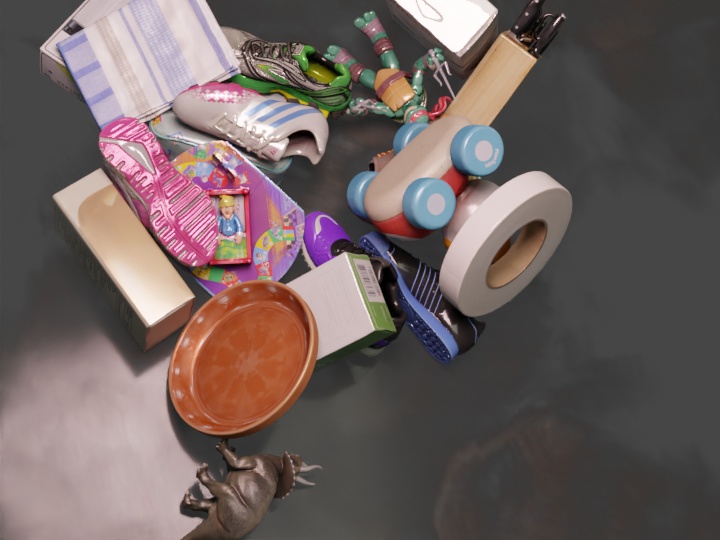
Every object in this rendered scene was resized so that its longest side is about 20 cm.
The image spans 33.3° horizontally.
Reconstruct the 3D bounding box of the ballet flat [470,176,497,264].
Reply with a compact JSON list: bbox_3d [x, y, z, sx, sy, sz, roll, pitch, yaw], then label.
[{"bbox_3d":[0.143,-0.070,1.625,0.070,0.071,0.201,-2,70,-16],"label":"ballet flat"}]

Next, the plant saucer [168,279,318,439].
[{"bbox_3d":[-0.137,0.106,1.432,0.199,0.032,0.201,-15,56,23],"label":"plant saucer"}]

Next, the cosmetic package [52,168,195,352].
[{"bbox_3d":[-0.287,-0.011,1.457,0.071,0.105,0.200,-34,81,-22],"label":"cosmetic package"}]

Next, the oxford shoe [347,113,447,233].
[{"bbox_3d":[0.054,-0.146,1.625,0.073,0.071,0.200,31,64,4],"label":"oxford shoe"}]

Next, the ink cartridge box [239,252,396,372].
[{"bbox_3d":[-0.065,0.067,1.481,0.059,0.199,0.104,8,58,-61],"label":"ink cartridge box"}]

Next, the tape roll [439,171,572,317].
[{"bbox_3d":[0.181,-0.030,1.487,0.202,0.203,0.037,-34,59,-25],"label":"tape roll"}]

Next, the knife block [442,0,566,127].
[{"bbox_3d":[0.203,-0.286,1.664,0.064,0.176,0.200,37,64,3],"label":"knife block"}]

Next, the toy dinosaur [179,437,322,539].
[{"bbox_3d":[-0.142,0.261,1.397,0.102,0.077,0.200,35,58,16],"label":"toy dinosaur"}]

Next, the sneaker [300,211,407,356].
[{"bbox_3d":[0.001,0.000,1.524,0.069,0.099,0.201,-21,76,-41],"label":"sneaker"}]

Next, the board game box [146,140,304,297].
[{"bbox_3d":[-0.170,-0.060,1.500,0.200,0.039,0.158,43,89,-4],"label":"board game box"}]

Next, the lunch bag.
[{"bbox_3d":[-0.170,-0.200,1.583,0.199,0.077,0.161,16,63,-8],"label":"lunch bag"}]

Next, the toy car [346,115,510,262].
[{"bbox_3d":[0.119,-0.072,1.517,0.177,0.184,0.200,-47,114,-14],"label":"toy car"}]

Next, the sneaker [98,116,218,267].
[{"bbox_3d":[-0.242,-0.089,1.460,0.081,0.088,0.201,-33,88,-19],"label":"sneaker"}]

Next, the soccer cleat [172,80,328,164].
[{"bbox_3d":[-0.133,-0.179,1.496,0.199,0.070,0.087,6,54,-17],"label":"soccer cleat"}]

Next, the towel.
[{"bbox_3d":[-0.266,-0.270,1.513,0.199,0.024,0.148,-27,86,2],"label":"towel"}]

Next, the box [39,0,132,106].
[{"bbox_3d":[-0.319,-0.311,1.598,0.116,0.060,0.200,35,64,2],"label":"box"}]

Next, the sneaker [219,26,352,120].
[{"bbox_3d":[-0.100,-0.270,1.543,0.199,0.085,0.078,20,57,-3],"label":"sneaker"}]

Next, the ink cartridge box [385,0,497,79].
[{"bbox_3d":[0.112,-0.350,1.648,0.146,0.200,0.083,42,94,4],"label":"ink cartridge box"}]

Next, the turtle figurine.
[{"bbox_3d":[0.040,-0.251,1.632,0.149,0.101,0.200,-36,62,-5],"label":"turtle figurine"}]

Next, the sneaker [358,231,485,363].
[{"bbox_3d":[0.080,0.023,1.565,0.078,0.070,0.200,-35,87,-28],"label":"sneaker"}]
